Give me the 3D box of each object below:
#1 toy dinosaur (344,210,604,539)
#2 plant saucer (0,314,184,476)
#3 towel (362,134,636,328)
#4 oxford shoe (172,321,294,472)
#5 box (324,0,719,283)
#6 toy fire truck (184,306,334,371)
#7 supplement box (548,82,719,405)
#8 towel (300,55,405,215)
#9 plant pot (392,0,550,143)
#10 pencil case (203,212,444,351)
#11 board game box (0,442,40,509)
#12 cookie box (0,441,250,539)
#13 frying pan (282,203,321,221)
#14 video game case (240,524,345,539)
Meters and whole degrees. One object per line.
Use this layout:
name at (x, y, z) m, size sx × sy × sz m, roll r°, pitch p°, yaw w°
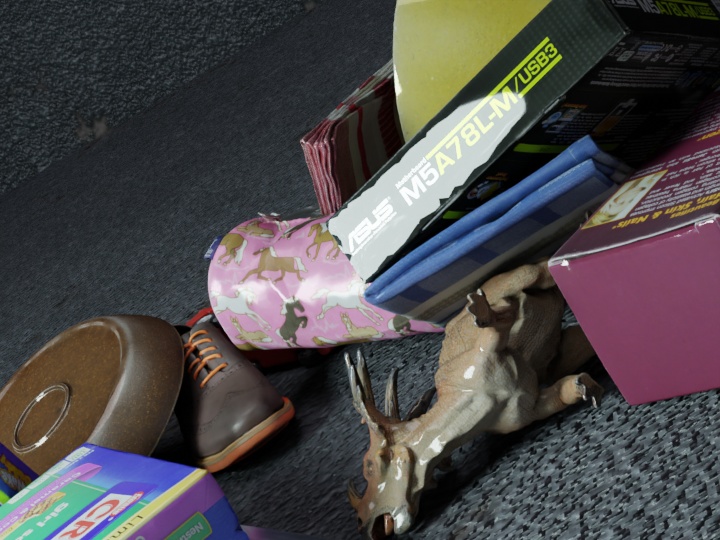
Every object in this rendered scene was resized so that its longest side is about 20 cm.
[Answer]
toy dinosaur at (0.065, 0.044, 0.971) m, size 0.135 × 0.086 × 0.200 m, roll -28°, pitch 7°, yaw 46°
plant saucer at (-0.197, 0.103, 1.231) m, size 0.199 × 0.034 × 0.201 m, roll -33°, pitch 31°, yaw 23°
towel at (0.093, -0.014, 1.015) m, size 0.146 × 0.024 × 0.200 m, roll -33°, pitch -17°, yaw 16°
oxford shoe at (-0.098, 0.078, 1.222) m, size 0.071 × 0.073 × 0.200 m, roll -35°, pitch 14°, yaw -12°
box at (0.104, -0.073, 0.993) m, size 0.193 × 0.048 × 0.199 m, roll -42°, pitch -18°, yaw 29°
toy fire truck at (-0.054, 0.021, 1.371) m, size 0.199 × 0.049 × 0.141 m, roll -15°, pitch 20°, yaw 48°
supplement box at (0.197, -0.032, 0.916) m, size 0.110 × 0.086 × 0.200 m, roll -17°, pitch 20°, yaw 49°
towel at (0.035, -0.071, 1.306) m, size 0.023 × 0.145 × 0.200 m, roll 2°, pitch 32°, yaw 33°
plant pot at (0.127, -0.143, 1.295) m, size 0.141 × 0.202 × 0.200 m, roll -1°, pitch 28°, yaw 27°
pencil case at (0.000, 0.000, 1.185) m, size 0.198 × 0.087 × 0.083 m, roll -6°, pitch 21°, yaw 33°
board game box at (-0.266, 0.182, 1.103) m, size 0.199 × 0.135 × 0.045 m, roll -31°, pitch 46°, yaw 9°
cookie box at (-0.156, 0.170, 0.953) m, size 0.171 × 0.076 × 0.200 m, roll -37°, pitch 15°, yaw -21°
frying pan at (0.010, -0.039, 1.364) m, size 0.188 × 0.031 × 0.115 m, roll -17°, pitch 12°, yaw -5°
video game case at (-0.087, 0.182, 0.959) m, size 0.143 × 0.019 × 0.199 m, roll -40°, pitch 14°, yaw -25°
